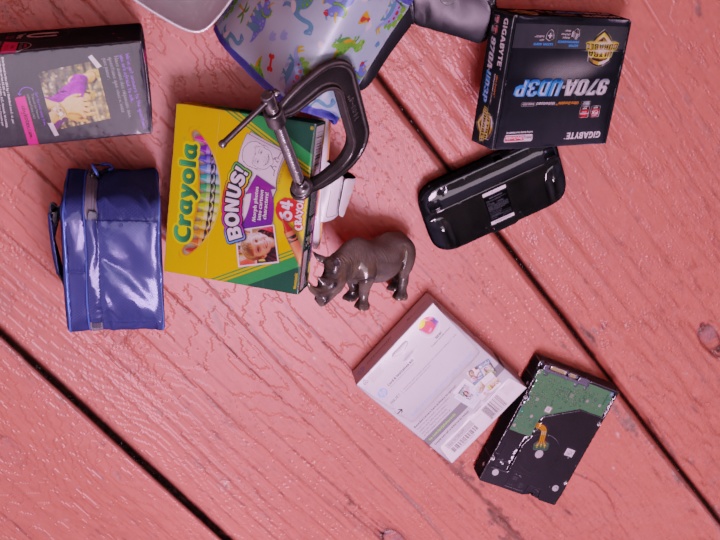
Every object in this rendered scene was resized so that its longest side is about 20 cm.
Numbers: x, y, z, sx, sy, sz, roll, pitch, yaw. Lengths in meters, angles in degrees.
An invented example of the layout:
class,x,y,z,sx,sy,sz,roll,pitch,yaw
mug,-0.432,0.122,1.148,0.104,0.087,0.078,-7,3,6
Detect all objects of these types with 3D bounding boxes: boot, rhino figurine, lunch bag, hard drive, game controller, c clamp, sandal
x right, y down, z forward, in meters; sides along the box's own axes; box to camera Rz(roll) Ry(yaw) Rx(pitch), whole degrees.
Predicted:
class,x,y,z,sx,sy,sz,roll,pitch,yaw
boot,0.074,-0.293,1.279,0.165,0.076,0.204,13,103,-13
rhino figurine,0.000,0.000,1.352,0.198,0.059,0.089,-13,114,-47
lunch bag,-0.300,-0.031,1.275,0.130,0.136,0.204,-3,113,-11
lunch bag,-0.067,-0.290,1.200,0.127,0.200,0.171,9,119,-57
hard drive,0.267,0.231,1.559,0.138,0.038,0.202,19,108,-19
game controller,0.174,-0.100,1.408,0.197,0.042,0.105,-24,129,-1
c clamp,-0.062,-0.144,1.164,0.171,0.027,0.201,-46,150,-10
sandal,-0.032,-0.125,1.325,0.058,0.079,0.210,2,110,-10

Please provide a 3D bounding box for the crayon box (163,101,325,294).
class,x,y,z,sx,sy,sz,roll,pitch,yaw
crayon box,-0.139,-0.087,1.280,0.169,0.058,0.204,9,102,9

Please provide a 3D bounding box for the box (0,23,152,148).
class,x,y,z,sx,sy,sz,roll,pitch,yaw
box,-0.335,-0.208,1.202,0.196,0.123,0.108,-6,113,-10

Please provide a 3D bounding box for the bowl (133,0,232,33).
class,x,y,z,sx,sy,sz,roll,pitch,yaw
bowl,-0.203,-0.391,1.182,0.198,0.075,0.201,32,104,-22

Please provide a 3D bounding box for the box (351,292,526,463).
class,x,y,z,sx,sy,sz,roll,pitch,yaw
box,0.109,0.152,1.491,0.199,0.041,0.156,40,99,-24

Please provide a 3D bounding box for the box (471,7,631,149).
class,x,y,z,sx,sy,sz,roll,pitch,yaw
box,0.234,-0.234,1.318,0.197,0.046,0.162,-6,115,-34
